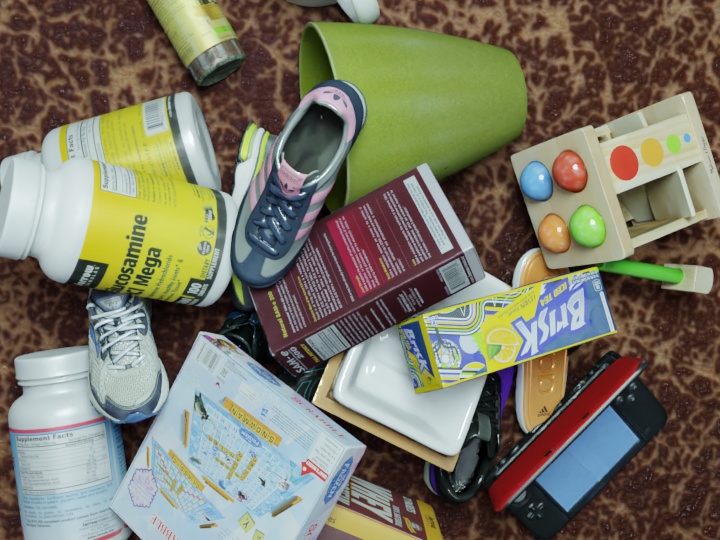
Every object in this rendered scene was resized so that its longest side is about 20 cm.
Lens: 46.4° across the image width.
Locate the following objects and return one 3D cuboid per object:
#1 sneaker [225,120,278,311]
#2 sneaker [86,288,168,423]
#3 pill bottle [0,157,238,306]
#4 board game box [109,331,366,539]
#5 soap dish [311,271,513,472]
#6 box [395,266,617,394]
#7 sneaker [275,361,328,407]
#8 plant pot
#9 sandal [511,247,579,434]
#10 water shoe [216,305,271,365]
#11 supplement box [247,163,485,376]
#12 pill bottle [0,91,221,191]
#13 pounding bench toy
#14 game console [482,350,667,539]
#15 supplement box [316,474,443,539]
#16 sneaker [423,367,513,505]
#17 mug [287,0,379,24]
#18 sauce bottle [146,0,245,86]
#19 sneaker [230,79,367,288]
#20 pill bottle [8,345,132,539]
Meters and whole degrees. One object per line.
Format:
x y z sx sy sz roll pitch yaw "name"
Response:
-0.096 -0.055 0.858 0.080 0.074 0.201 9 73 -10 "sneaker"
-0.236 0.057 0.813 0.077 0.201 0.086 -13 136 -14 "sneaker"
-0.219 -0.037 0.760 0.199 0.112 0.113 12 92 -30 "pill bottle"
-0.120 0.193 0.781 0.200 0.041 0.200 33 97 31 "board game box"
0.052 0.074 0.834 0.157 0.081 0.201 28 70 -14 "soap dish"
0.140 0.055 0.793 0.199 0.064 0.071 -14 85 -24 "box"
-0.054 0.105 0.882 0.199 0.075 0.080 -27 102 -10 "sneaker"
0.056 -0.162 0.835 0.199 0.187 0.188 -11 92 -12 "plant pot"
0.208 0.080 0.888 0.079 0.059 0.208 -5 97 -26 "sandal"
-0.105 0.061 0.876 0.071 0.079 0.201 32 91 -3 "water shoe"
0.000 0.000 0.768 0.199 0.061 0.109 -27 56 4 "supplement box"
-0.251 -0.102 0.850 0.199 0.111 0.112 -15 93 0 "pill bottle"
0.261 -0.048 0.837 0.155 0.124 0.201 -21 93 -22 "pounding bench toy"
0.231 0.190 0.849 0.200 0.119 0.172 -45 114 1 "game console"
-0.043 0.317 0.861 0.196 0.133 0.201 23 91 -2 "supplement box"
0.123 0.150 0.874 0.069 0.100 0.201 14 88 -2 "sneaker"
-0.036 -0.331 0.816 0.147 0.175 0.201 -28 93 0 "mug"
-0.193 -0.292 0.868 0.064 0.065 0.201 -30 94 0 "sauce bottle"
-0.063 -0.068 0.704 0.070 0.082 0.201 27 106 1 "sneaker"
-0.299 0.183 0.860 0.108 0.109 0.202 -7 92 -2 "pill bottle"
